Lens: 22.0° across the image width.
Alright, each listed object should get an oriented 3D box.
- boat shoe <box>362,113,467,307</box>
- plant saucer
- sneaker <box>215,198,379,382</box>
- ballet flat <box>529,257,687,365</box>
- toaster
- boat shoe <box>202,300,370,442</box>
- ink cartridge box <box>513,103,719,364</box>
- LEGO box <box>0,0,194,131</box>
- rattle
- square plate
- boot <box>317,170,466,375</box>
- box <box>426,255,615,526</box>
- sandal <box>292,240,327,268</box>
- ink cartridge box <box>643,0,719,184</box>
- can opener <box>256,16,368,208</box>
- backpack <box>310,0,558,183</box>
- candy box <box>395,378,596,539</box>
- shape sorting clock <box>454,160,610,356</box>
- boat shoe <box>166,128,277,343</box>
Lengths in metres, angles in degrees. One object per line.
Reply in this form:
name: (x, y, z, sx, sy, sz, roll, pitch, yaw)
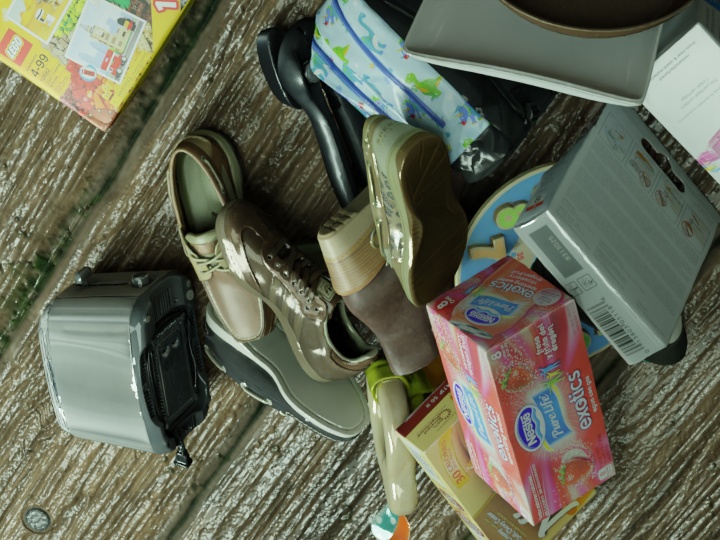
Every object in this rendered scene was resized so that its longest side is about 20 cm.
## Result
boat shoe: (0.044, -0.052, 1.570, 0.063, 0.073, 0.201, 34, 149, 33)
plant saucer: (0.187, -0.251, 1.507, 0.199, 0.201, 0.037, 10, 140, 7)
sneaker: (-0.051, 0.012, 1.687, 0.075, 0.071, 0.201, -15, 119, 40)
ballet flat: (0.238, 0.032, 1.643, 0.199, 0.069, 0.068, 24, 148, -33)
toaster: (-0.227, 0.092, 1.789, 0.128, 0.114, 0.202, 5, 118, 26)
boat shoe: (-0.075, 0.102, 1.766, 0.199, 0.074, 0.061, 36, 137, 18)
ink cartridge box: (0.224, -0.042, 1.596, 0.050, 0.200, 0.162, -31, 107, 38)
LEGO box: (-0.230, -0.252, 1.647, 0.148, 0.077, 0.200, 34, 117, -6)
rattle: (0.072, 0.173, 1.775, 0.142, 0.130, 0.202, -11, 94, -23)
square plate: (0.154, -0.216, 1.520, 0.196, 0.201, 0.029, 13, 140, 11)
boot: (0.067, -0.022, 1.678, 0.200, 0.072, 0.167, -38, 118, -10)
box: (0.140, 0.104, 1.606, 0.094, 0.103, 0.201, -29, 126, -17)
sandal: (0.000, 0.001, 1.732, 0.199, 0.057, 0.080, -17, 112, 13)
ink cartridge box: (0.320, -0.134, 1.552, 0.085, 0.145, 0.200, -40, 103, 25)
can opener: (-0.024, -0.137, 1.680, 0.063, 0.079, 0.201, -34, 113, -16)
backpack: (0.054, -0.181, 1.581, 0.200, 0.163, 0.153, 47, 132, -11)
candy box: (0.129, 0.180, 1.733, 0.115, 0.055, 0.200, -43, 128, -10)
shape sorting clock: (0.181, -0.003, 1.674, 0.198, 0.039, 0.202, -7, 114, -17)
boat shoe: (-0.136, -0.029, 1.713, 0.075, 0.074, 0.202, -17, 95, 22)
